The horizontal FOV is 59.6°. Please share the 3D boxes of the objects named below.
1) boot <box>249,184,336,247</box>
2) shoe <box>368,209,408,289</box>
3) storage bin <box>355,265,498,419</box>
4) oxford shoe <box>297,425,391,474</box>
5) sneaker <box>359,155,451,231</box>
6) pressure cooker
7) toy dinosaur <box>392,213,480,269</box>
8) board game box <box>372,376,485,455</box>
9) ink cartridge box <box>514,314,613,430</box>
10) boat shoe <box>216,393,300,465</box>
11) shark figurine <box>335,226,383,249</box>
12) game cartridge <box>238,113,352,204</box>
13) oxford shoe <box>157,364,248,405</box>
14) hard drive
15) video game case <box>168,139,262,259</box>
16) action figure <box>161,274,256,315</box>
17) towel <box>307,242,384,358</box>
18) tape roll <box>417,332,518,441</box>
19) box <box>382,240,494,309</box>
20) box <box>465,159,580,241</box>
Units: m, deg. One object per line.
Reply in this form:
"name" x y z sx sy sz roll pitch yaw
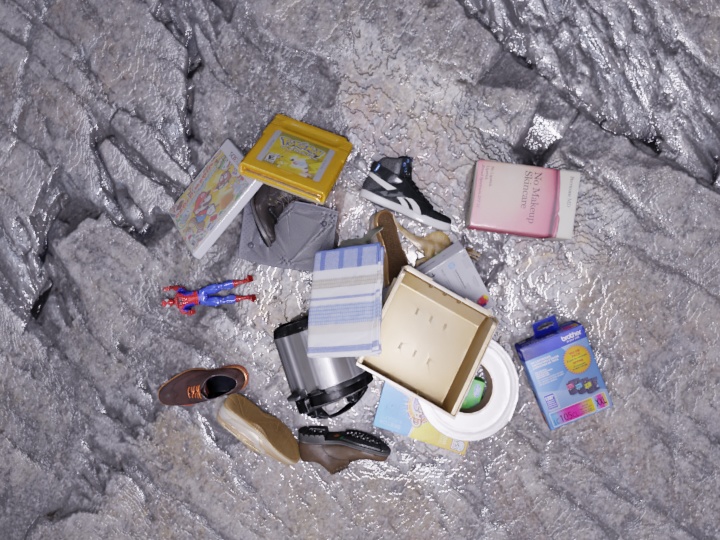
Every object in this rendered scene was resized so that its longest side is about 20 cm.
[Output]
"boot" -0.131 -0.152 1.237 0.169 0.070 0.204 -12 63 -3
"shoe" 0.056 -0.020 1.277 0.069 0.053 0.206 -14 95 -38
"storage bin" 0.119 0.123 1.135 0.197 0.094 0.202 28 85 -2
"oxford shoe" -0.032 0.373 1.287 0.195 0.073 0.087 3 95 17
"sneaker" 0.104 -0.163 1.252 0.196 0.073 0.114 23 95 5
"pressure cooker" -0.068 0.182 1.226 0.172 0.179 0.205 -20 90 2
"toy dinosaur" 0.140 -0.035 1.273 0.195 0.058 0.103 20 78 -5
"board game box" 0.138 0.268 1.281 0.195 0.040 0.157 16 93 4
"ink cartridge box" 0.393 0.190 1.244 0.134 0.076 0.204 -22 89 5
"boat shoe" -0.212 0.337 1.301 0.199 0.074 0.069 42 119 -7
"shark figurine" 0.011 0.005 1.208 0.126 0.217 0.090 -28 121 19
"game cartridge" -0.119 -0.223 1.220 0.172 0.202 0.033 20 135 2
"oxford shoe" -0.333 0.239 1.300 0.195 0.073 0.073 -16 91 5
"hard drive" -0.147 -0.073 1.290 0.194 0.042 0.139 8 93 5
"video game case" -0.291 -0.147 1.252 0.201 0.023 0.182 -49 45 5
"action figure" -0.322 0.053 1.284 0.195 0.099 0.067 -10 90 7
"towel" -0.024 0.054 1.109 0.143 0.024 0.205 -7 67 23
"tape roll" 0.204 0.222 1.218 0.197 0.071 0.209 0 86 1
"box" 0.147 0.059 1.238 0.198 0.041 0.157 -32 121 6
"box" 0.309 -0.134 1.220 0.194 0.109 0.132 7 92 4
